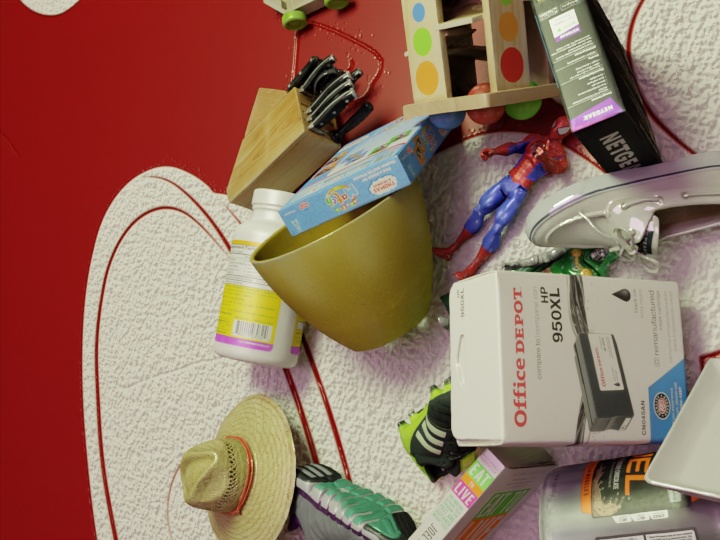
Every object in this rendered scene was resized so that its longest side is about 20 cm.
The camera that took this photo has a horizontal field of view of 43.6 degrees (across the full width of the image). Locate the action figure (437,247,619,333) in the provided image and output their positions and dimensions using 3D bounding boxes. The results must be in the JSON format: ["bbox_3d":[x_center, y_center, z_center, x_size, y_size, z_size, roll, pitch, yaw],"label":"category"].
[{"bbox_3d":[0.174,0.026,0.915,0.199,0.054,0.119,-33,62,21],"label":"action figure"}]

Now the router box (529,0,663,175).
[{"bbox_3d":[0.220,-0.170,0.825,0.051,0.199,0.151,-21,70,24],"label":"router box"}]

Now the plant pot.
[{"bbox_3d":[0.000,0.000,0.970,0.198,0.200,0.143,-20,107,30],"label":"plant pot"}]

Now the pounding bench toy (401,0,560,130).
[{"bbox_3d":[0.147,-0.234,0.925,0.123,0.198,0.159,4,106,52],"label":"pounding bench toy"}]

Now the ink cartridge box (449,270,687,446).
[{"bbox_3d":[0.185,0.082,0.799,0.084,0.197,0.147,155,116,-65],"label":"ink cartridge box"}]

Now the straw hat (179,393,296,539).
[{"bbox_3d":[-0.166,0.240,1.055,0.200,0.084,0.204,-20,64,48],"label":"straw hat"}]

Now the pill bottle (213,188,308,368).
[{"bbox_3d":[-0.109,0.009,1.080,0.103,0.104,0.203,7,85,35],"label":"pill bottle"}]

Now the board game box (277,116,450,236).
[{"bbox_3d":[0.014,-0.117,0.973,0.150,0.200,0.037,-22,108,30],"label":"board game box"}]

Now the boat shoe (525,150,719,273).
[{"bbox_3d":[0.255,-0.040,0.829,0.199,0.075,0.087,-13,58,9],"label":"boat shoe"}]

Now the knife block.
[{"bbox_3d":[-0.068,-0.157,1.083,0.175,0.063,0.203,21,93,49],"label":"knife block"}]

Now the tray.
[{"bbox_3d":[0.312,0.133,0.730,0.106,0.199,0.022,7,117,34],"label":"tray"}]

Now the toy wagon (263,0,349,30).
[{"bbox_3d":[-0.045,-0.404,1.151,0.198,0.039,0.158,-16,73,31],"label":"toy wagon"}]

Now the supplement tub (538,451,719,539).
[{"bbox_3d":[0.264,0.218,0.773,0.198,0.122,0.124,-17,72,30],"label":"supplement tub"}]

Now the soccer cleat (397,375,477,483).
[{"bbox_3d":[0.095,0.154,0.894,0.082,0.067,0.201,57,154,16],"label":"soccer cleat"}]

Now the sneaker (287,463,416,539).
[{"bbox_3d":[-0.012,0.285,0.984,0.199,0.074,0.089,19,103,52],"label":"sneaker"}]

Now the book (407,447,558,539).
[{"bbox_3d":[0.093,0.248,0.877,0.048,0.133,0.201,45,107,27],"label":"book"}]

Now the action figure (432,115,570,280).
[{"bbox_3d":[0.144,-0.084,0.930,0.201,0.099,0.065,-51,59,13],"label":"action figure"}]
